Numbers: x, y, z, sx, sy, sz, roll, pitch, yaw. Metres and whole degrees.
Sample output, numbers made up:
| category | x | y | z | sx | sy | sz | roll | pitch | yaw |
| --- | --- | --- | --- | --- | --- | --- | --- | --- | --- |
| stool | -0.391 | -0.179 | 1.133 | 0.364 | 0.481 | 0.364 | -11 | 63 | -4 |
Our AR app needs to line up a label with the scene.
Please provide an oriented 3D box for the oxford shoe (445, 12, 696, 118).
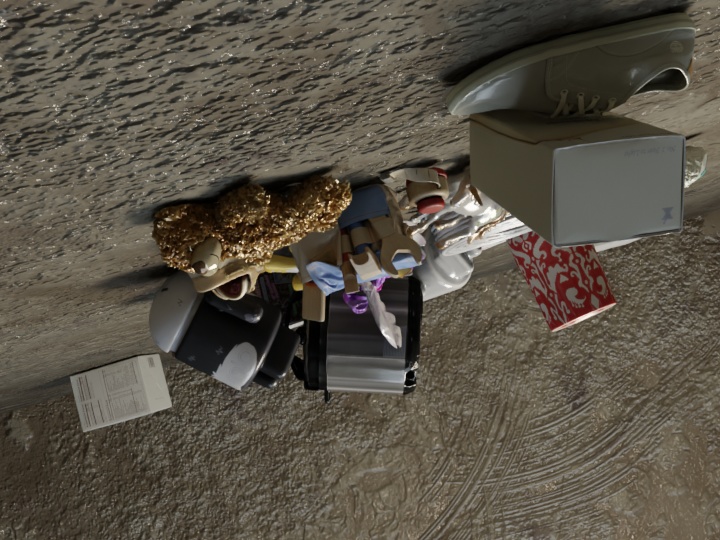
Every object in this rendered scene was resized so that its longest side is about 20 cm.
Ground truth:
| category | x | y | z | sx | sy | sz | roll | pitch | yaw |
| --- | --- | --- | --- | --- | --- | --- | --- | --- | --- |
| oxford shoe | 0.163 | -0.143 | 0.687 | 0.197 | 0.059 | 0.075 | -14 | 176 | -3 |

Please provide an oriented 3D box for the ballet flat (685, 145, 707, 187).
| category | x | y | z | sx | sy | sz | roll | pitch | yaw |
| --- | --- | --- | --- | --- | --- | --- | --- | --- | --- |
| ballet flat | 0.417 | -0.139 | 1.363 | 0.198 | 0.073 | 0.071 | -21 | 172 | 40 |

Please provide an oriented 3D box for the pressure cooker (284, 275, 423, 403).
| category | x | y | z | sx | sy | sz | roll | pitch | yaw |
| --- | --- | --- | --- | --- | --- | --- | --- | --- | --- |
| pressure cooker | -0.012 | 0.086 | 1.316 | 0.196 | 0.178 | 0.180 | 2 | 144 | 0 |

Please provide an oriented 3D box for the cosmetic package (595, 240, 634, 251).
| category | x | y | z | sx | sy | sz | roll | pitch | yaw |
| --- | --- | --- | --- | --- | --- | --- | --- | --- | --- |
| cosmetic package | 0.551 | -0.091 | 2.050 | 0.197 | 0.082 | 0.113 | -12 | 171 | -27 |

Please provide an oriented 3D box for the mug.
| category | x | y | z | sx | sy | sz | roll | pitch | yaw |
| --- | --- | --- | --- | --- | --- | --- | --- | --- | --- |
| mug | 0.309 | -0.018 | 1.418 | 0.132 | 0.202 | 0.177 | -25 | 168 | 11 |

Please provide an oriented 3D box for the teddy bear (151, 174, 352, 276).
| category | x | y | z | sx | sy | sz | roll | pitch | yaw |
| --- | --- | --- | --- | --- | --- | --- | --- | --- | --- |
| teddy bear | -0.099 | -0.041 | 0.885 | 0.198 | 0.068 | 0.144 | -12 | 171 | -36 |

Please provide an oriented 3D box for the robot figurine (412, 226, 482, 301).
| category | x | y | z | sx | sy | sz | roll | pitch | yaw |
| --- | --- | --- | --- | --- | --- | --- | --- | --- | --- |
| robot figurine | 0.099 | -0.012 | 1.446 | 0.199 | 0.113 | 0.170 | -23 | -155 | 45 |

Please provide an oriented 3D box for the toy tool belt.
| category | x | y | z | sx | sy | sz | roll | pitch | yaw |
| --- | --- | --- | --- | --- | --- | --- | --- | --- | --- |
| toy tool belt | 0.015 | -0.024 | 1.001 | 0.197 | 0.125 | 0.125 | -17 | 165 | 17 |

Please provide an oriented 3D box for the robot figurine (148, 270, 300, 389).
| category | x | y | z | sx | sy | sz | roll | pitch | yaw |
| --- | --- | --- | --- | --- | --- | --- | --- | --- | --- |
| robot figurine | -0.182 | 0.077 | 1.208 | 0.151 | 0.198 | 0.125 | -59 | -170 | 19 |

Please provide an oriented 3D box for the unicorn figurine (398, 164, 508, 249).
| category | x | y | z | sx | sy | sz | roll | pitch | yaw |
| --- | --- | --- | --- | --- | --- | --- | --- | --- | --- |
| unicorn figurine | 0.118 | -0.081 | 1.087 | 0.136 | 0.075 | 0.199 | -29 | 169 | 31 |

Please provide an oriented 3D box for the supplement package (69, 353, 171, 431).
| category | x | y | z | sx | sy | sz | roll | pitch | yaw |
| --- | --- | --- | --- | --- | --- | --- | --- | --- | --- |
| supplement package | -0.634 | 0.323 | 2.417 | 0.197 | 0.153 | 0.152 | -17 | 175 | 8 |

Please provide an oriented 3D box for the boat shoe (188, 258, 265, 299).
| category | x | y | z | sx | sy | sz | roll | pitch | yaw |
| --- | --- | --- | --- | --- | --- | --- | --- | --- | --- |
| boat shoe | -0.160 | 0.002 | 1.101 | 0.073 | 0.070 | 0.200 | -17 | 174 | 15 |

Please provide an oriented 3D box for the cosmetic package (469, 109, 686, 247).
| category | x | y | z | sx | sy | sz | roll | pitch | yaw |
| --- | --- | --- | --- | --- | --- | --- | --- | --- | --- |
| cosmetic package | 0.161 | -0.084 | 0.719 | 0.102 | 0.074 | 0.200 | -7 | -162 | -9 |

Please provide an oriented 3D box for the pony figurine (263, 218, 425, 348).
| category | x | y | z | sx | sy | sz | roll | pitch | yaw |
| --- | --- | --- | --- | --- | --- | --- | --- | --- | --- |
| pony figurine | 0.000 | 0.000 | 1.166 | 0.197 | 0.169 | 0.193 | 5 | 166 | 19 |

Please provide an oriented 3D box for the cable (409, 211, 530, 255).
| category | x | y | z | sx | sy | sz | roll | pitch | yaw |
| --- | --- | --- | --- | --- | --- | --- | --- | --- | --- |
| cable | 0.193 | -0.081 | 1.266 | 0.198 | 0.070 | 0.199 | -10 | 172 | -41 |

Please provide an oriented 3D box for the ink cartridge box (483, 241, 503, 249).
| category | x | y | z | sx | sy | sz | roll | pitch | yaw |
| --- | --- | --- | --- | --- | --- | --- | --- | --- | --- |
| ink cartridge box | 0.235 | -0.073 | 1.551 | 0.161 | 0.051 | 0.199 | -10 | 175 | -45 |

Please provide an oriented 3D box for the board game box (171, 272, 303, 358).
| category | x | y | z | sx | sy | sz | roll | pitch | yaw |
| --- | --- | --- | --- | --- | --- | --- | --- | --- | --- |
| board game box | -0.181 | 0.056 | 1.409 | 0.198 | 0.098 | 0.158 | -10 | 172 | -44 |
